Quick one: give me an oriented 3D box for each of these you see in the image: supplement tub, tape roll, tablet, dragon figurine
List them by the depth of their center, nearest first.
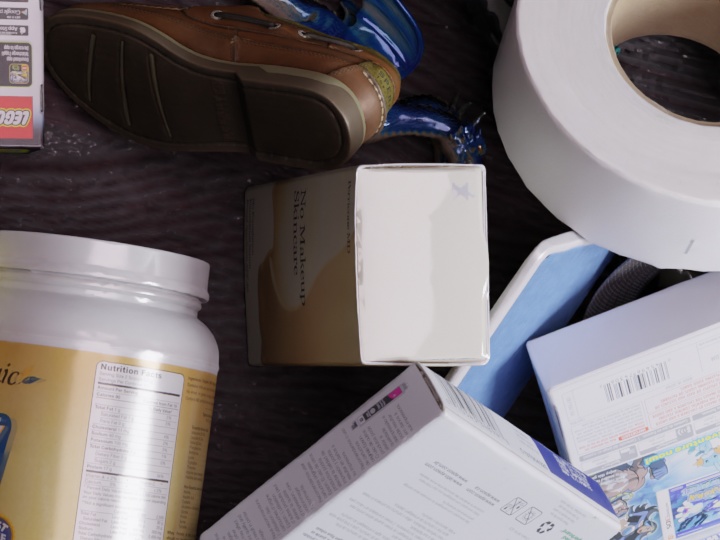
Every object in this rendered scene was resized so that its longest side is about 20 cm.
[{"bbox_3d":[-0.150,0.087,1.516,0.144,0.145,0.201,9,84,-19],"label":"supplement tub"},{"bbox_3d":[0.172,-0.101,1.544,0.202,0.071,0.203,5,59,-8],"label":"tape roll"},{"bbox_3d":[0.065,0.059,1.569,0.014,0.130,0.200,38,110,17],"label":"tablet"},{"bbox_3d":[-0.005,-0.123,1.621,0.099,0.059,0.200,-32,98,-18],"label":"dragon figurine"}]

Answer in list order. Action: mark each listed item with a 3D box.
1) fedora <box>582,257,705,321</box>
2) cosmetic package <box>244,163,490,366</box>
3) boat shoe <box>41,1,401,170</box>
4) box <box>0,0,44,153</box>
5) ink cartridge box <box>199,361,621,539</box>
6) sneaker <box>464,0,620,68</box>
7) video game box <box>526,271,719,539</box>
[{"bbox_3d":[0.214,-0.004,1.654,0.200,0.177,0.090,20,42,-29],"label":"fedora"},{"bbox_3d":[0.000,0.000,1.543,0.071,0.200,0.106,-1,87,-18],"label":"cosmetic package"},{"bbox_3d":[-0.073,-0.104,1.560,0.068,0.200,0.072,-47,147,-44],"label":"boat shoe"},{"bbox_3d":[-0.266,-0.118,1.542,0.199,0.035,0.110,1,87,-19],"label":"box"},{"bbox_3d":[0.010,0.149,1.526,0.200,0.043,0.196,-37,144,13],"label":"ink cartridge box"},{"bbox_3d":[0.121,-0.120,1.648,0.080,0.077,0.201,-28,110,-28],"label":"sneaker"},{"bbox_3d":[0.204,0.074,1.613,0.199,0.047,0.182,-21,134,-2],"label":"video game box"}]
